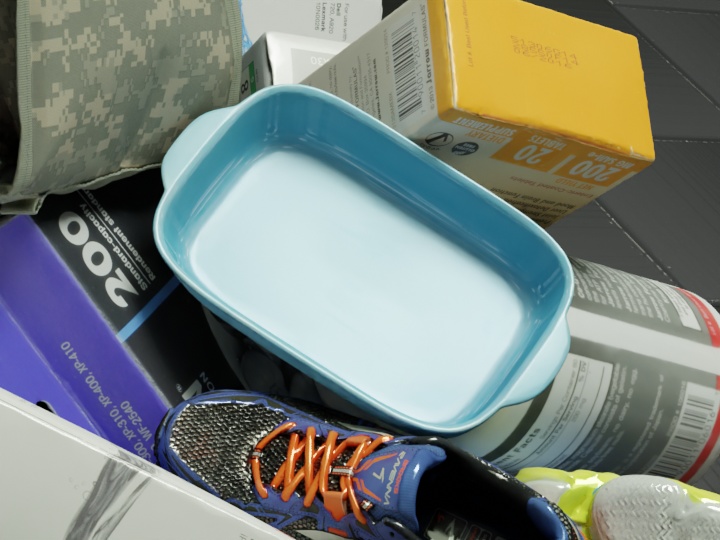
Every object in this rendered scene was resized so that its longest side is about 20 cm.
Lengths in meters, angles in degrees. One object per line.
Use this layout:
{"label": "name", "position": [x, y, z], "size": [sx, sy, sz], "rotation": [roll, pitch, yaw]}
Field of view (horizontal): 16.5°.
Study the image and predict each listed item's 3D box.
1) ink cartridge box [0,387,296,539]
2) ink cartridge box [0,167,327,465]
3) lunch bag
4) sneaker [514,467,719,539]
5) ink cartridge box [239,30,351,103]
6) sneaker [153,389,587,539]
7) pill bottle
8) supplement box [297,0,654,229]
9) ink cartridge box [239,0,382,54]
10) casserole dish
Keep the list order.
{"label": "ink cartridge box", "position": [-0.118, 0.103, 0.968], "size": [0.200, 0.083, 0.147], "rotation": [27, -7, -3]}
{"label": "ink cartridge box", "position": [-0.091, 0.043, 1.126], "size": [0.198, 0.043, 0.200], "rotation": [54, 28, -9]}
{"label": "lunch bag", "position": [-0.139, -0.130, 1.089], "size": [0.117, 0.201, 0.164], "rotation": [-6, 7, 31]}
{"label": "sneaker", "position": [0.111, 0.126, 1.133], "size": [0.199, 0.076, 0.105], "rotation": [11, -1, 21]}
{"label": "ink cartridge box", "position": [-0.018, -0.061, 1.352], "size": [0.160, 0.200, 0.050], "rotation": [6, 66, -26]}
{"label": "sneaker", "position": [0.008, 0.092, 1.053], "size": [0.199, 0.078, 0.076], "rotation": [16, 67, 6]}
{"label": "pill bottle", "position": [0.080, 0.045, 1.220], "size": [0.200, 0.114, 0.114], "rotation": [15, 25, -37]}
{"label": "supplement box", "position": [0.030, -0.055, 1.216], "size": [0.126, 0.200, 0.074], "rotation": [12, 61, -34]}
{"label": "ink cartridge box", "position": [-0.108, -0.128, 1.423], "size": [0.200, 0.084, 0.145], "rotation": [-1, 9, -34]}
{"label": "casserole dish", "position": [0.000, 0.000, 1.105], "size": [0.200, 0.039, 0.121], "rotation": [33, 63, 10]}
